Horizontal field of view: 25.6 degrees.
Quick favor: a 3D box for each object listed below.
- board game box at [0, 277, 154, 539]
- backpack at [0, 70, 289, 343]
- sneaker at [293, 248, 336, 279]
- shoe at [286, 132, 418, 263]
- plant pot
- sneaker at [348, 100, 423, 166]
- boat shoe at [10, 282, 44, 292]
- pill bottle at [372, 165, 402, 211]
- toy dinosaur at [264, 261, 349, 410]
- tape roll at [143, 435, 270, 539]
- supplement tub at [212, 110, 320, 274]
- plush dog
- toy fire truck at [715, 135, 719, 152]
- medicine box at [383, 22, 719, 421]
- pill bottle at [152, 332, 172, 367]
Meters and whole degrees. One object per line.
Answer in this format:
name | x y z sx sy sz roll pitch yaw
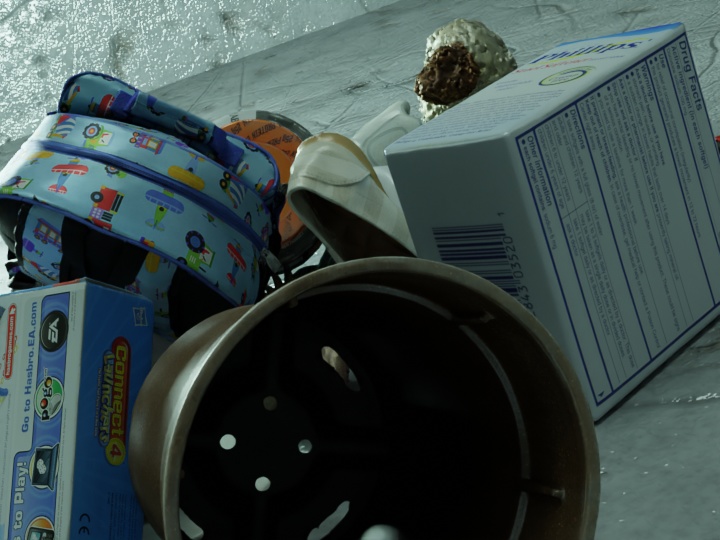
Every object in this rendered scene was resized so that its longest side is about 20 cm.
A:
board game box | -0.208 0.118 0.876 0.196 0.200 0.056 -9 -17 35
backpack | -0.134 -0.037 0.964 0.200 0.182 0.135 109 -175 -78
sneaker | 0.000 0.000 1.210 0.078 0.091 0.200 -26 17 -27
shoe | 0.022 0.003 1.003 0.070 0.200 0.053 -33 19 27
plant pot | -0.018 0.094 0.765 0.200 0.200 0.198 -25 8 -18
sneaker | 0.061 -0.061 1.207 0.081 0.200 0.075 -47 49 11
boat shoe | -0.213 0.020 1.333 0.068 0.072 0.200 -18 -14 23
pill bottle | 0.093 -0.040 1.105 0.200 0.109 0.109 -7 7 -32
toy dinosaur | -0.046 0.051 1.124 0.135 0.086 0.200 -22 20 -35
tape roll | -0.131 0.151 0.960 0.203 0.037 0.203 -18 16 6
supplement tub | -0.081 -0.058 1.240 0.122 0.123 0.200 -20 -2 -3
plush dog | 0.106 -0.137 1.392 0.160 0.172 0.200 -16 15 10
toy fire truck | 0.254 -0.083 1.263 0.200 0.049 0.141 -21 15 -6
medicine box | 0.136 -0.033 0.987 0.103 0.182 0.200 -2 23 45
pill bottle | -0.191 0.081 1.007 0.104 0.104 0.200 -29 18 -31
